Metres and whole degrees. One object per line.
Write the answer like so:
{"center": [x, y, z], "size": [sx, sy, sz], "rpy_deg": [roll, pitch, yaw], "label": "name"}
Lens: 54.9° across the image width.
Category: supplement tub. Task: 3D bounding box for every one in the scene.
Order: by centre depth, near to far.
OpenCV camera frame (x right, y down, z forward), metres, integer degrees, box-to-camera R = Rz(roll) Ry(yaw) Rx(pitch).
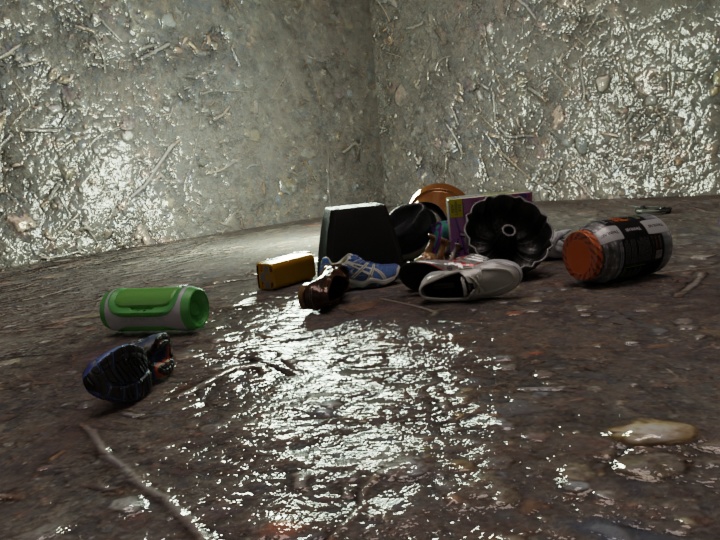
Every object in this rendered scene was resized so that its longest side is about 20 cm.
{"center": [0.509, -0.042, 1.383], "size": [0.197, 0.125, 0.122], "rpy_deg": [-9, 9, -26], "label": "supplement tub"}

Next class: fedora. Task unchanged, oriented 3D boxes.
{"center": [0.128, -0.114, 1.832], "size": [0.198, 0.203, 0.092], "rpy_deg": [-1, -26, 29], "label": "fedora"}

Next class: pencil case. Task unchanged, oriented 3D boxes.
{"center": [0.277, -0.077, 1.779], "size": [0.197, 0.086, 0.093], "rpy_deg": [4, -37, -15], "label": "pencil case"}

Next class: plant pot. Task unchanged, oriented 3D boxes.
{"center": [-0.008, -0.072, 1.717], "size": [0.196, 0.180, 0.200], "rpy_deg": [-6, 8, -9], "label": "plant pot"}
{"center": [0.220, -0.130, 1.969], "size": [0.197, 0.203, 0.140], "rpy_deg": [-3, 24, 14], "label": "plant pot"}

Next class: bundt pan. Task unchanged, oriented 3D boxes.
{"center": [0.322, -0.067, 1.539], "size": [0.199, 0.204, 0.076], "rpy_deg": [-6, -32, -7], "label": "bundt pan"}

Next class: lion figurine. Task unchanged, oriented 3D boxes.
{"center": [0.169, -0.011, 1.537], "size": [0.072, 0.124, 0.199], "rpy_deg": [20, 5, 35], "label": "lion figurine"}

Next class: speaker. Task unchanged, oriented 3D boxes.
{"center": [-0.388, 0.073, 1.307], "size": [0.197, 0.090, 0.088], "rpy_deg": [-2, 9, 20], "label": "speaker"}

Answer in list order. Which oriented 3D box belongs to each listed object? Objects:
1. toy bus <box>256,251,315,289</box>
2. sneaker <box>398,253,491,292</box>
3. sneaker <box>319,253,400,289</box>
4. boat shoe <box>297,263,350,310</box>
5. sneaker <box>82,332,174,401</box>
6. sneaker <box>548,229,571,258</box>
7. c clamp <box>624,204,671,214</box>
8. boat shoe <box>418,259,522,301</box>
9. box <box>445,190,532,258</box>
{"center": [-0.179, -0.003, 1.739], "size": [0.077, 0.066, 0.199], "rpy_deg": [1, 11, 35], "label": "toy bus"}
{"center": [0.185, 0.005, 1.440], "size": [0.198, 0.068, 0.108], "rpy_deg": [2, 15, 14], "label": "sneaker"}
{"center": [0.000, 0.000, 1.571], "size": [0.197, 0.078, 0.076], "rpy_deg": [-7, 7, -19], "label": "sneaker"}
{"center": [-0.056, 0.033, 1.417], "size": [0.069, 0.071, 0.200], "rpy_deg": [-9, 15, 22], "label": "boat shoe"}
{"center": [-0.321, 0.136, 0.940], "size": [0.077, 0.076, 0.200], "rpy_deg": [-13, -1, 8], "label": "sneaker"}
{"center": [0.489, -0.073, 1.776], "size": [0.113, 0.076, 0.200], "rpy_deg": [0, 15, 28], "label": "sneaker"}
{"center": [1.074, -0.227, 2.594], "size": [0.168, 0.028, 0.200], "rpy_deg": [4, 10, 23], "label": "c clamp"}
{"center": [0.206, 0.024, 1.316], "size": [0.197, 0.073, 0.066], "rpy_deg": [-3, 13, 18], "label": "boat shoe"}
{"center": [0.310, -0.094, 1.659], "size": [0.197, 0.179, 0.097], "rpy_deg": [-4, 8, 5], "label": "box"}
